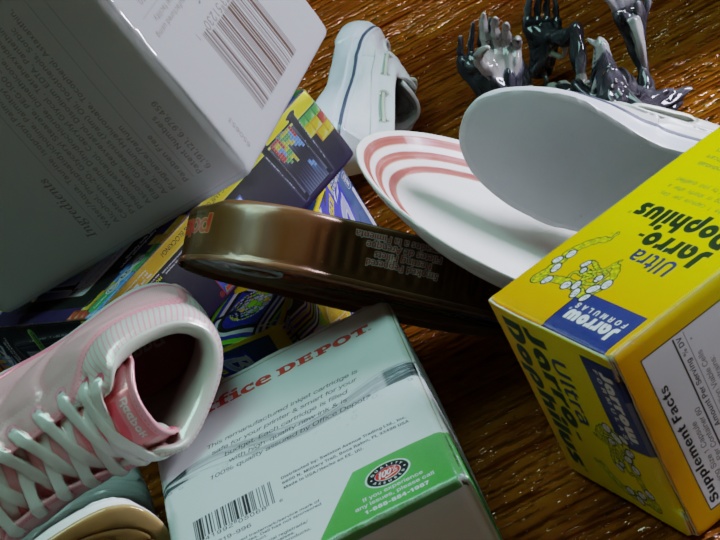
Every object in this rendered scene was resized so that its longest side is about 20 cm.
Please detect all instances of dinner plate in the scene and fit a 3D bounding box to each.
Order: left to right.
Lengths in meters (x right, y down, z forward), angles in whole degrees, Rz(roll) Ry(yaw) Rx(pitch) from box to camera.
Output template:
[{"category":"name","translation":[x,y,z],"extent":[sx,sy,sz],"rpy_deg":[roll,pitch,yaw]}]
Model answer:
[{"category":"dinner plate","translation":[0.086,-0.019,1.172],"extent":[0.200,0.200,0.024],"rpy_deg":[-112,42,-65]}]

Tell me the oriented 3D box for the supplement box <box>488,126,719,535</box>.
[{"category":"supplement box","translation":[0.182,0.013,1.052],"extent":[0.200,0.109,0.109],"rpy_deg":[-36,27,-16]}]

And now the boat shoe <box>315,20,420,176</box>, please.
[{"category":"boat shoe","translation":[0.009,-0.112,1.526],"extent":[0.067,0.074,0.200],"rpy_deg":[6,32,6]}]

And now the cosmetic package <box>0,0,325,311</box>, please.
[{"category":"cosmetic package","translation":[-0.161,-0.116,1.265],"extent":[0.200,0.166,0.168],"rpy_deg":[-28,23,31]}]

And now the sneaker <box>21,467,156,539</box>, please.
[{"category":"sneaker","translation":[-0.197,0.170,1.180],"extent":[0.200,0.074,0.116],"rpy_deg":[-31,23,-8]}]

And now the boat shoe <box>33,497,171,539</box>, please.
[{"category":"boat shoe","translation":[-0.175,0.178,1.100],"extent":[0.200,0.071,0.069],"rpy_deg":[-44,21,10]}]

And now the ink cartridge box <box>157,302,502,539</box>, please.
[{"category":"ink cartridge box","translation":[-0.016,0.115,1.089],"extent":[0.146,0.083,0.200],"rpy_deg":[-27,25,3]}]

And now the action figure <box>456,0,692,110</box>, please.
[{"category":"action figure","translation":[0.127,-0.132,1.389],"extent":[0.119,0.102,0.200],"rpy_deg":[-22,22,-14]}]

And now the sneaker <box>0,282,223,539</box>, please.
[{"category":"sneaker","translation":[-0.151,0.083,1.118],"extent":[0.200,0.075,0.105],"rpy_deg":[-40,18,-10]}]

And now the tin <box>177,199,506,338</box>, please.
[{"category":"tin","translation":[0.000,0.000,1.187],"extent":[0.112,0.199,0.042],"rpy_deg":[-16,63,65]}]

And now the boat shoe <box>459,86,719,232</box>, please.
[{"category":"boat shoe","translation":[0.151,-0.058,1.180],"extent":[0.199,0.072,0.066],"rpy_deg":[10,17,3]}]

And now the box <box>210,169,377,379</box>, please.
[{"category":"box","translation":[-0.040,0.014,1.314],"extent":[0.064,0.070,0.200],"rpy_deg":[-23,25,21]}]

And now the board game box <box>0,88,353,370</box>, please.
[{"category":"board game box","translation":[-0.119,-0.015,1.323],"extent":[0.200,0.057,0.165],"rpy_deg":[-49,21,-26]}]
